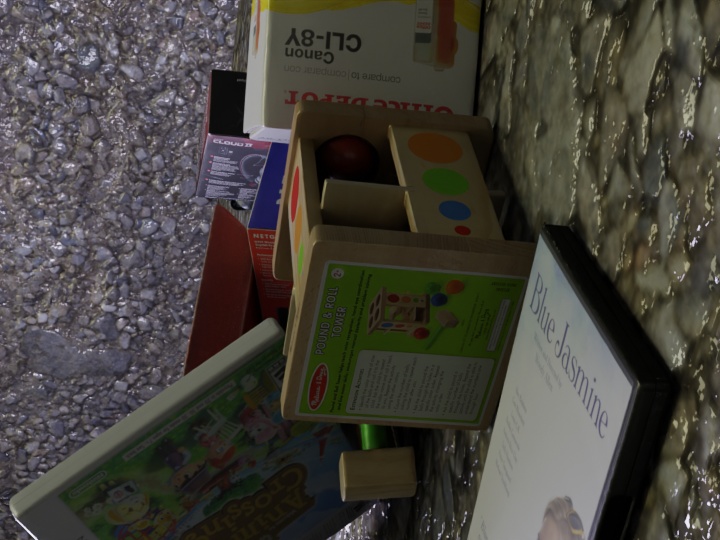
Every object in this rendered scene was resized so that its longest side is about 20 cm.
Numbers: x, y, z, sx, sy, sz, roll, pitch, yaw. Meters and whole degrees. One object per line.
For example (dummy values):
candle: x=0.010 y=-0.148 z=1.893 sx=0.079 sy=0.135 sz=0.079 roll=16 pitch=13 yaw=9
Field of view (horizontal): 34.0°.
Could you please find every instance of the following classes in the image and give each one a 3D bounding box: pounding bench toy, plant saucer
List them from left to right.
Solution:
plant saucer: x=-0.098 y=0.085 z=0.939 sx=0.201 sy=0.036 sz=0.202 roll=84 pitch=-172 yaw=-52
pounding bench toy: x=0.011 y=0.020 z=0.715 sx=0.157 sy=0.122 sz=0.202 roll=-100 pitch=18 yaw=-52

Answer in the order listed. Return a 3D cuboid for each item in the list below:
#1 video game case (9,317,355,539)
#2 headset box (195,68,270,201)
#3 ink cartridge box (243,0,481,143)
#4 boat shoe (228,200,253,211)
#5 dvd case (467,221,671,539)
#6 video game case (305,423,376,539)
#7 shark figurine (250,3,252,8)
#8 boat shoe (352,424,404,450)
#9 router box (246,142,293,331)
video game case: x=-0.102 y=0.149 z=0.784 sx=0.022 sy=0.199 sz=0.183 roll=46 pitch=168 yaw=46
headset box: x=-0.095 y=-0.140 z=1.249 sx=0.200 sy=0.146 sz=0.076 roll=123 pitch=149 yaw=-70
ink cartridge box: x=0.004 y=-0.183 z=0.775 sx=0.083 sy=0.143 sz=0.204 roll=-167 pitch=81 yaw=-77
boat shoe: x=-0.193 y=-0.130 z=1.938 sx=0.199 sy=0.074 sz=0.067 roll=23 pitch=97 yaw=69
dvd case: x=0.090 y=0.099 z=0.557 sx=0.143 sy=0.017 sz=0.203 roll=-106 pitch=23 yaw=-62
video game case: x=-0.081 y=0.164 z=0.872 sx=0.036 sy=0.180 sz=0.201 roll=48 pitch=164 yaw=36
shark figurine: x=-0.063 y=-0.307 z=1.348 sx=0.129 sy=0.089 sz=0.215 roll=55 pitch=164 yaw=16
boat shoe: x=0.017 y=0.062 z=0.824 sx=0.073 sy=0.064 sz=0.203 roll=-105 pitch=3 yaw=-75
router box: x=-0.043 y=-0.039 z=0.995 sx=0.181 sy=0.048 sz=0.202 roll=85 pitch=-169 yaw=-47
